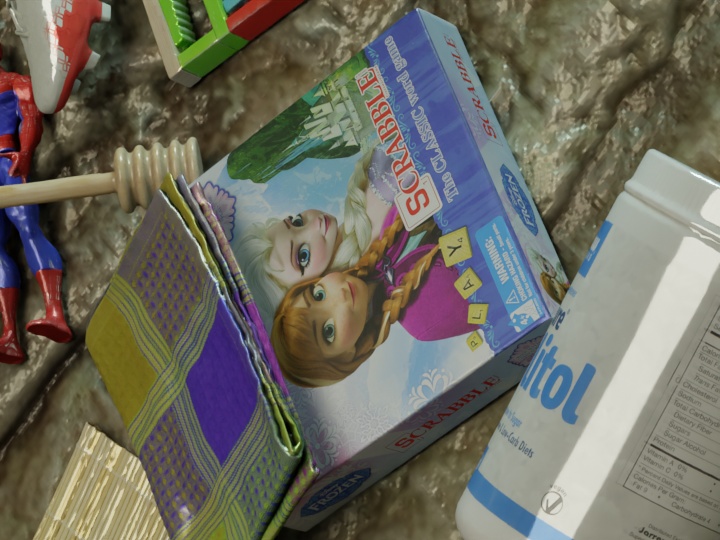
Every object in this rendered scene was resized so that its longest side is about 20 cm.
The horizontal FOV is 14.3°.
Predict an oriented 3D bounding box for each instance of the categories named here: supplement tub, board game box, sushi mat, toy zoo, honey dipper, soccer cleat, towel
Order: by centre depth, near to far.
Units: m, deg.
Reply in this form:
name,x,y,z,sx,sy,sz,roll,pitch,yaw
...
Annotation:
name,x,y,z,sx,sy,sz,roll,pitch,yaw
supplement tub,0.142,0.060,1.321,0.132,0.132,0.201,30,96,39
board game box,0.000,0.000,1.503,0.199,0.041,0.200,-37,58,24
towel,-0.090,0.065,1.519,0.144,0.023,0.200,-56,47,40
sushi mat,-0.164,0.192,1.592,0.096,0.012,0.201,28,95,38
honey dipper,-0.186,-0.042,1.598,0.199,0.038,0.038,-8,69,2
toy zoo,-0.048,-0.210,1.615,0.200,0.020,0.132,-35,59,25
soccer cleat,-0.191,-0.185,1.667,0.069,0.085,0.201,142,132,-61

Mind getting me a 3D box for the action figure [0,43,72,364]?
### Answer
name,x,y,z,sx,sy,sz,roll,pitch,yaw
action figure,-0.208,-0.049,1.676,0.065,0.052,0.201,-27,60,33
